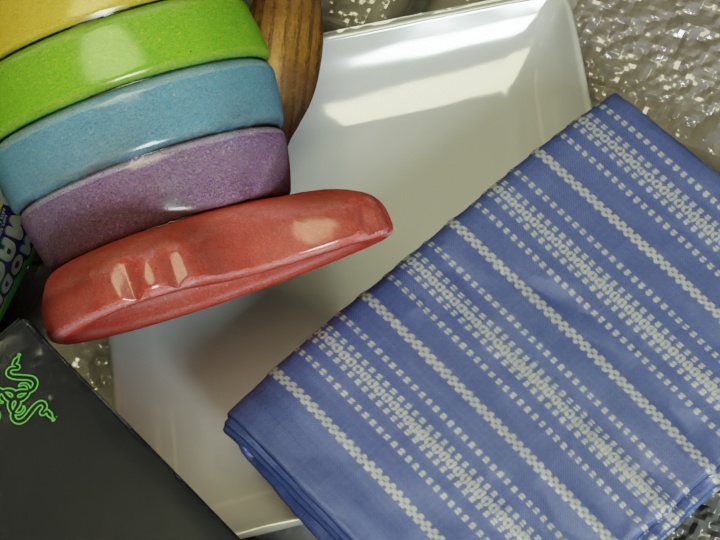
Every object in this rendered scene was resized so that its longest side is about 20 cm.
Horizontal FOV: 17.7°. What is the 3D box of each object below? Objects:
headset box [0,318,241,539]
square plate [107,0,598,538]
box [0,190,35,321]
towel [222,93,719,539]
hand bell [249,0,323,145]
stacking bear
[{"bbox_3d":[-0.111,0.141,0.750,0.174,0.093,0.200,-41,66,-14],"label":"headset box"},{"bbox_3d":[0.000,0.000,0.873,0.197,0.028,0.201,-10,65,1],"label":"square plate"},{"bbox_3d":[-0.181,-0.016,0.877,0.117,0.048,0.200,13,65,29],"label":"box"},{"bbox_3d":[0.068,0.040,0.821,0.200,0.024,0.145,-39,64,-14],"label":"towel"},{"bbox_3d":[-0.024,-0.134,0.897,0.104,0.104,0.201,6,68,9],"label":"hand bell"},{"bbox_3d":[-0.087,-0.085,0.811,0.121,0.114,0.201,-15,85,-36],"label":"stacking bear"}]
